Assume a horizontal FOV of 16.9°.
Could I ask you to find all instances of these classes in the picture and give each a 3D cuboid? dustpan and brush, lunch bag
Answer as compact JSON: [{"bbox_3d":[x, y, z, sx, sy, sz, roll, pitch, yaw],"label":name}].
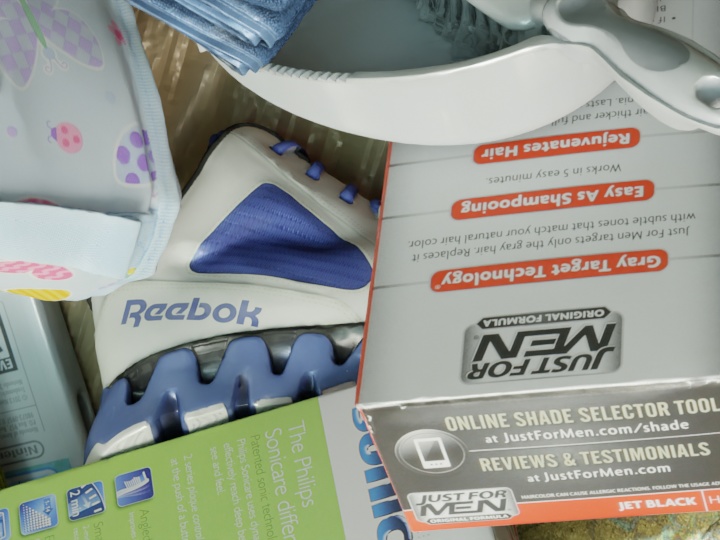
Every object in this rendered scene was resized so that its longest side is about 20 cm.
[{"bbox_3d":[0.047,-0.071,0.657,0.140,0.200,0.057,-34,136,-11],"label":"dustpan and brush"},{"bbox_3d":[-0.163,-0.064,0.715,0.200,0.170,0.127,41,116,42],"label":"lunch bag"}]

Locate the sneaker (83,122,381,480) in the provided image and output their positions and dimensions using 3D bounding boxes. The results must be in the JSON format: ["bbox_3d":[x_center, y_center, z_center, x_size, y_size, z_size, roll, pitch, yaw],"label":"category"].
[{"bbox_3d":[-0.001,0.000,0.772,0.199,0.081,0.115,-12,58,-9],"label":"sneaker"}]

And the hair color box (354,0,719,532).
[{"bbox_3d":[0.062,-0.025,0.696,0.101,0.200,0.061,-5,137,15],"label":"hair color box"}]

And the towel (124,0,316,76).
[{"bbox_3d":[-0.081,-0.144,0.681,0.200,0.049,0.112,28,69,12],"label":"towel"}]

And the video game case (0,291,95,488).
[{"bbox_3d":[-0.179,0.106,0.881,0.200,0.024,0.182,-14,101,16],"label":"video game case"}]

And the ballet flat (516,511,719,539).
[{"bbox_3d":[0.044,0.092,0.807,0.200,0.071,0.071,-19,99,18],"label":"ballet flat"}]

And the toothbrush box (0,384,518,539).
[{"bbox_3d":[-0.045,0.131,0.703,0.200,0.146,0.086,-18,143,6],"label":"toothbrush box"}]

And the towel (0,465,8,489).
[{"bbox_3d":[-0.158,0.090,0.852,0.086,0.018,0.200,-12,103,21],"label":"towel"}]
